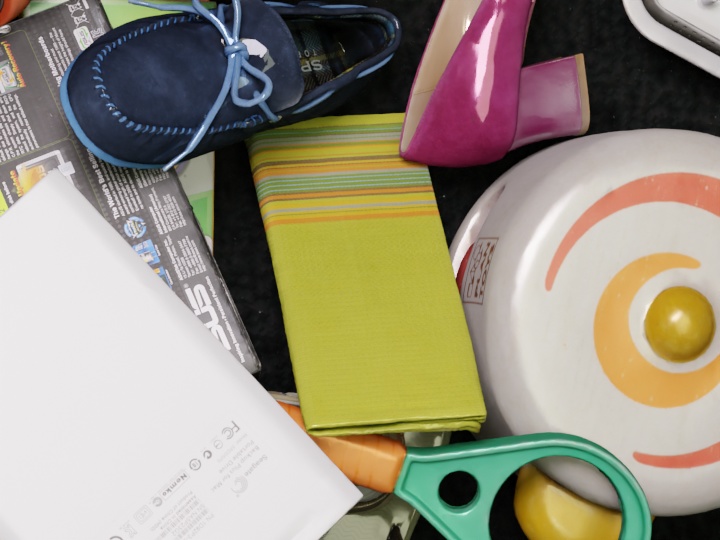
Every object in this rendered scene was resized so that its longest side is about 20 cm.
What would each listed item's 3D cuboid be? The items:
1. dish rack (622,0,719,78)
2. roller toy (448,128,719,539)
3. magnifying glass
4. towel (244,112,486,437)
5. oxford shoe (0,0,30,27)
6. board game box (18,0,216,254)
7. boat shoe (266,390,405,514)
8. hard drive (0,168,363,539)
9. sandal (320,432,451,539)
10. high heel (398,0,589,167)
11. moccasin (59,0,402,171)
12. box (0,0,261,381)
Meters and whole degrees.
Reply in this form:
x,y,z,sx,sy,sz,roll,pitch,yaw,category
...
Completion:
x,y,z,sx,sy,sz,roll,pitch,yaw,category
0.237,-0.160,1.405,0.199,0.044,0.172,27,86,-12,dish rack
0.133,0.025,1.333,0.199,0.140,0.183,-29,96,-10,roller toy
0.037,0.097,1.257,0.199,0.022,0.080,19,99,-5,magnifying glass
0.000,0.000,1.298,0.085,0.018,0.201,-4,46,-9,towel
-0.213,-0.205,1.300,0.200,0.071,0.073,51,48,-2,oxford shoe
-0.118,-0.048,1.334,0.095,0.030,0.202,1,88,-13,board game box
-0.078,0.087,1.302,0.199,0.068,0.075,-9,72,0,boat shoe
-0.114,0.072,1.214,0.132,0.026,0.200,-43,86,-13,hard drive
-0.009,0.141,1.343,0.079,0.057,0.202,17,87,-12,sandal
0.048,-0.152,1.345,0.095,0.067,0.201,-10,94,-18,high heel
-0.057,-0.101,1.275,0.200,0.068,0.081,-25,89,-52,moccasin
-0.170,-0.002,1.263,0.192,0.048,0.201,-23,78,-9,box
